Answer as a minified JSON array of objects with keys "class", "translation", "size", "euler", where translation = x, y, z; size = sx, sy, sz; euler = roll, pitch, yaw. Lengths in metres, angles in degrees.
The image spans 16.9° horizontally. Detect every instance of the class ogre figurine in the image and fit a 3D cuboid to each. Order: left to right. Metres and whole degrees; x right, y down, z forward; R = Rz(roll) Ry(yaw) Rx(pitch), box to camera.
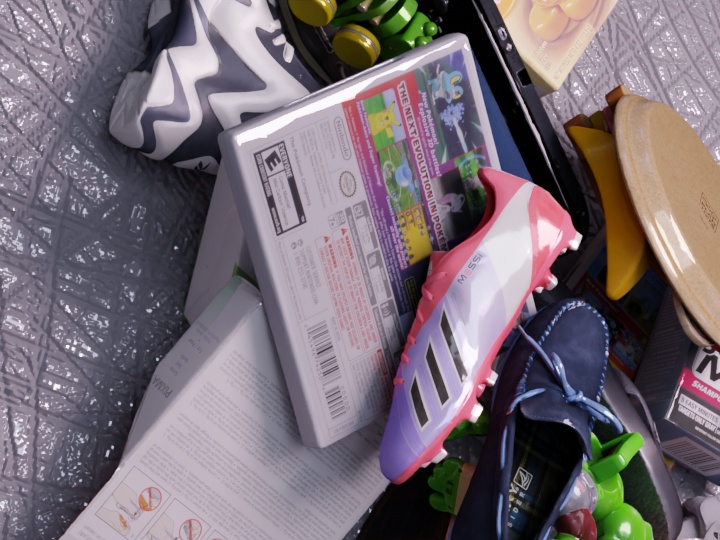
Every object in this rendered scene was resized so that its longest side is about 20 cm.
[{"class":"ogre figurine","translation":[0.124,0.147,1.538],"size":[0.200,0.098,0.120],"euler":[44,39,10]}]

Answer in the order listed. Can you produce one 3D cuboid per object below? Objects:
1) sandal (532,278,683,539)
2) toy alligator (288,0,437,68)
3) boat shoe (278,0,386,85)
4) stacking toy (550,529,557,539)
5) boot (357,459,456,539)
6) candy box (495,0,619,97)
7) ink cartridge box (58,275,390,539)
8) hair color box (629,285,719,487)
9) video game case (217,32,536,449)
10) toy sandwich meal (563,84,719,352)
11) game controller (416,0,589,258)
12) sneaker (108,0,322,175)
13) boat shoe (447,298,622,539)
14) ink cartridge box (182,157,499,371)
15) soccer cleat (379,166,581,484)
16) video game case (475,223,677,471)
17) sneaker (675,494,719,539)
[{"class":"sandal","translation":[0.166,0.093,1.605],"size":[0.043,0.076,0.201],"euler":[-26,93,-33]},{"class":"toy alligator","translation":[0.020,-0.156,1.529],"size":[0.200,0.054,0.059],"euler":[42,60,-19]},{"class":"boat shoe","translation":[0.017,-0.133,1.596],"size":[0.072,0.066,0.202],"euler":[-32,96,-28]},{"class":"stacking toy","translation":[0.194,0.247,1.603],"size":[0.200,0.146,0.146],"euler":[39,64,5]},{"class":"boot","translation":[0.040,0.225,1.553],"size":[0.097,0.074,0.201],"euler":[48,47,-41]},{"class":"candy box","translation":[0.080,-0.223,1.653],"size":[0.200,0.055,0.116],"euler":[43,63,-15]},{"class":"ink cartridge box","translation":[-0.080,0.128,1.483],"size":[0.200,0.050,0.161],"euler":[-49,122,-1]},{"class":"hair color box","translation":[0.262,0.039,1.675],"size":[0.099,0.061,0.201],"euler":[30,67,-20]},{"class":"video game case","translation":[0.015,-0.019,1.463],"size":[0.182,0.023,0.201],"euler":[-25,109,-31]},{"class":"toy sandwich meal","translation":[0.194,-0.028,1.574],"size":[0.205,0.070,0.206],"euler":[47,28,-35]},{"class":"game controller","translation":[0.085,-0.098,1.603],"size":[0.042,0.104,0.201],"euler":[-27,93,-37]},{"class":"sneaker","translation":[-0.066,-0.144,1.550],"size":[0.129,0.079,0.200],"euler":[30,64,-25]},{"class":"boat shoe","translation":[0.117,0.104,1.458],"size":[0.084,0.069,0.201],"euler":[26,62,-18]},{"class":"ink cartridge box","translation":[0.000,0.000,1.537],"size":[0.199,0.067,0.118],"euler":[8,107,-26]},{"class":"soccer cleat","translation":[0.056,0.033,1.455],"size":[0.076,0.067,0.201],"euler":[34,79,-4]},{"class":"video game case","translation":[0.172,0.077,1.665],"size":[0.143,0.017,0.200],"euler":[46,64,-13]},{"class":"sneaker","translation":[0.288,0.185,1.676],"size":[0.200,0.114,0.076],"euler":[12,74,-61]}]
